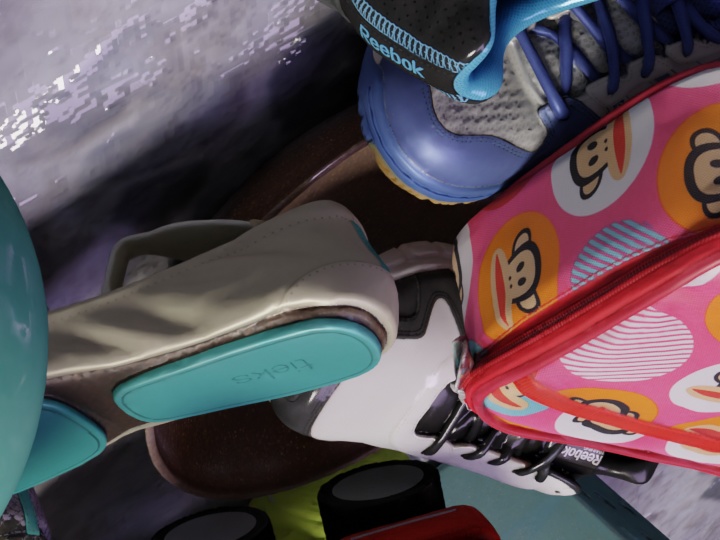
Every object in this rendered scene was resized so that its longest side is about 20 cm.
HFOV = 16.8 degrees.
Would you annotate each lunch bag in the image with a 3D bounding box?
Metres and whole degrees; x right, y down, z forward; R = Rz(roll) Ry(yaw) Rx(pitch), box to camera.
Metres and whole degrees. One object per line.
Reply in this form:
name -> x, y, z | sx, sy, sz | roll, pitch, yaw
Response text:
lunch bag -> 0.131, 0.013, 0.794 | 0.200, 0.082, 0.176 | 14, 149, -34

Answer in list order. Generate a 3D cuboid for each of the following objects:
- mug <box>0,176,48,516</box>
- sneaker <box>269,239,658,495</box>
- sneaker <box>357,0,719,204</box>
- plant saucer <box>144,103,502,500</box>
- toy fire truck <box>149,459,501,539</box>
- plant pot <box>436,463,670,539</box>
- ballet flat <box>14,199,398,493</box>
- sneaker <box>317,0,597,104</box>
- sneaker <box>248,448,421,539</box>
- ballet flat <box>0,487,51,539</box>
mug -> -0.165, 0.014, 0.595 | 0.114, 0.185, 0.152 | 17, 94, -61
sneaker -> 0.049, 0.040, 0.868 | 0.200, 0.080, 0.074 | 0, 135, -48
sneaker -> 0.086, -0.089, 0.779 | 0.200, 0.075, 0.088 | -33, -173, -31
plant saucer -> 0.000, 0.000, 0.869 | 0.200, 0.037, 0.201 | -29, 150, -19
toy fire truck -> -0.023, 0.136, 0.808 | 0.176, 0.200, 0.129 | -14, 105, -11
plant pot -> 0.050, 0.180, 1.086 | 0.200, 0.141, 0.141 | -52, 151, 6
ballet flat -> -0.085, 0.025, 0.761 | 0.200, 0.070, 0.069 | -17, 153, 8
sneaker -> 0.079, -0.125, 0.737 | 0.200, 0.082, 0.073 | -39, 149, -7
sneaker -> -0.051, 0.151, 0.981 | 0.200, 0.076, 0.105 | -30, 151, -20
ballet flat -> -0.169, 0.144, 0.837 | 0.072, 0.072, 0.200 | 5, 129, -53
